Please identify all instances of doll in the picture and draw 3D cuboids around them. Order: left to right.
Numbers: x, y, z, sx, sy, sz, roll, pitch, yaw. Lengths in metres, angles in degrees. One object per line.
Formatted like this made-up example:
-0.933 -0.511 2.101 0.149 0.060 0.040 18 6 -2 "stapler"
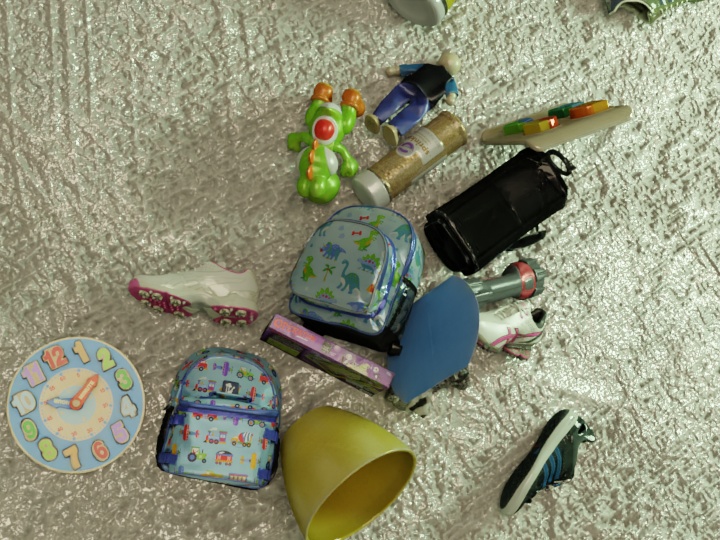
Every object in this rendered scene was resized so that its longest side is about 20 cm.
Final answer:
0.092 -0.294 1.763 0.136 0.049 0.200 35 67 26 "doll"

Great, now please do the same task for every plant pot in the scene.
-0.037 0.284 1.585 0.200 0.200 0.142 -34 59 -15 "plant pot"

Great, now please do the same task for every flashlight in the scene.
0.208 0.025 1.682 0.199 0.068 0.068 -11 56 -43 "flashlight"

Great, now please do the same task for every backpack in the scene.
-0.198 0.211 1.582 0.182 0.135 0.201 14 77 -8 "backpack"
0.000 0.000 1.630 0.182 0.147 0.201 14 70 25 "backpack"

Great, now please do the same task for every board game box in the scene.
-0.053 0.130 1.631 0.199 0.120 0.032 28 77 -5 "board game box"
0.118 0.106 1.596 0.039 0.200 0.159 24 46 -33 "board game box"

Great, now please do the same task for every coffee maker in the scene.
0.211 -0.100 1.686 0.200 0.192 0.135 -36 69 -17 "coffee maker"

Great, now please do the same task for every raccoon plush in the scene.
0.089 0.128 1.689 0.133 0.097 0.201 -12 66 -4 "raccoon plush"

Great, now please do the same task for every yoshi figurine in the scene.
-0.057 -0.189 1.712 0.112 0.112 0.201 33 59 -34 "yoshi figurine"

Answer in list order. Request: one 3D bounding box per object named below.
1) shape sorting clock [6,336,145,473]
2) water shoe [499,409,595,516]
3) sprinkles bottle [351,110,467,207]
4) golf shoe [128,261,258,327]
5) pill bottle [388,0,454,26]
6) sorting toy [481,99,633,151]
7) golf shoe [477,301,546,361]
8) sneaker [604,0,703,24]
-0.419 0.198 1.589 0.199 0.039 0.201 2 80 -10 "shape sorting clock"
0.298 0.313 1.691 0.079 0.071 0.200 39 76 -4 "water shoe"
0.080 -0.177 1.738 0.200 0.068 0.068 -38 89 -15 "sprinkles bottle"
-0.251 0.026 1.644 0.199 0.075 0.092 12 63 -11 "golf shoe"
0.134 -0.514 1.786 0.112 0.112 0.200 34 75 -3 "pill bottle"
0.310 -0.239 1.732 0.184 0.200 0.037 -20 106 -14 "sorting toy"
0.218 0.080 1.663 0.073 0.200 0.092 37 103 34 "golf shoe"
0.516 -0.471 1.882 0.199 0.067 0.090 7 86 -9 "sneaker"
